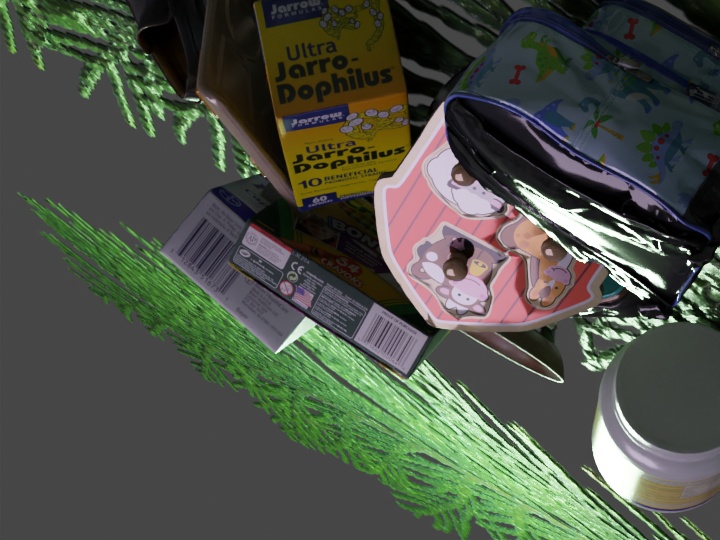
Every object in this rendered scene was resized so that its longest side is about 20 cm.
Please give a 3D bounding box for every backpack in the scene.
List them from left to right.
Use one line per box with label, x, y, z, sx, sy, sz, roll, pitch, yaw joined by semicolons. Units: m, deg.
backpack;0.165;-0.091;1.039;0.200;0.147;0.183;31;166;10

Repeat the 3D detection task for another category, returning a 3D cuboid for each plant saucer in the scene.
plant saucer;0.149;0.063;1.755;0.200;0.032;0.200;32;175;3

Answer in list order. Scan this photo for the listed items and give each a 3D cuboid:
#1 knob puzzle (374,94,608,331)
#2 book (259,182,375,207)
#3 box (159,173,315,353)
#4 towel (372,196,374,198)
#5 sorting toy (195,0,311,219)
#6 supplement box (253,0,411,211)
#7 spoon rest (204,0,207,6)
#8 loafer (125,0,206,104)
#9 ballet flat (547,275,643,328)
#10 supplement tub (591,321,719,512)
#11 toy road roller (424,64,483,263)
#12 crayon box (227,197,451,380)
knob puzzle;0.097;-0.017;1.196;0.219;0.030;0.220;9;130;11
book;-0.010;-0.052;1.810;0.200;0.048;0.134;40;164;-13
box;-0.110;-0.015;1.861;0.184;0.105;0.200;41;-164;4
towel;0.082;-0.025;1.618;0.200;0.023;0.144;40;-175;-11
sorting toy;-0.099;-0.168;1.433;0.036;0.200;0.185;-19;138;18
supplement box;-0.019;-0.144;1.316;0.200;0.109;0.110;79;179;-70
spoon rest;-0.138;-0.197;1.618;0.099;0.061;0.200;39;167;31
loafer;-0.185;-0.236;1.505;0.200;0.072;0.073;49;132;27
ballet flat;0.181;0.022;1.419;0.200;0.068;0.068;4;159;45
supplement tub;0.293;0.138;1.459;0.145;0.146;0.200;33;165;16
toy road roller;0.110;-0.076;1.223;0.123;0.146;0.200;41;166;-16
crayon box;0.000;0.000;1.473;0.200;0.058;0.173;33;-153;8
